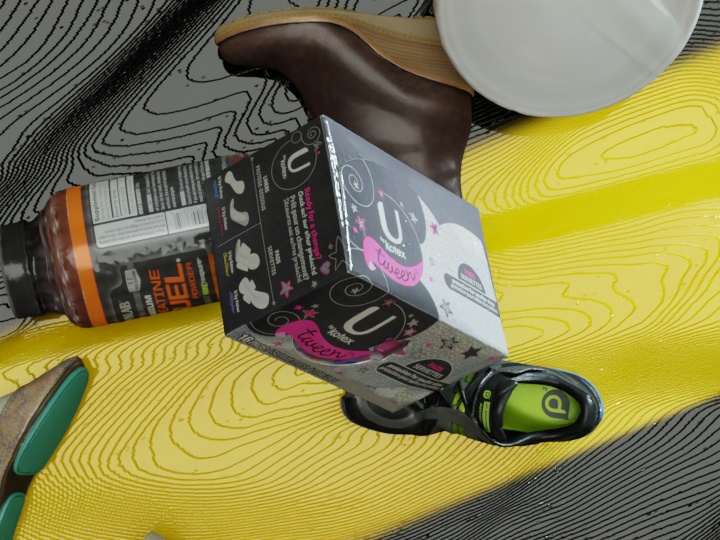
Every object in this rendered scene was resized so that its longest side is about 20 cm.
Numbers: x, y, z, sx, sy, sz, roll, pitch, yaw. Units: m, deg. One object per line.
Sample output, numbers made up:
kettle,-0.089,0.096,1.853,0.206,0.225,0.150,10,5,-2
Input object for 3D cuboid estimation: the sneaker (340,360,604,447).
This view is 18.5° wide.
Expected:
sneaker,0.085,0.094,1.650,0.198,0.083,0.071,5,88,1

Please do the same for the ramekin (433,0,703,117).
ramekin,0.147,-0.222,1.626,0.200,0.094,0.204,-3,121,-6

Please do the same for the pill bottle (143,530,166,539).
pill bottle,-0.097,0.283,1.623,0.199,0.112,0.113,35,87,0

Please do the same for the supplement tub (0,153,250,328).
supplement tub,-0.165,-0.018,1.637,0.198,0.107,0.108,-12,88,-2

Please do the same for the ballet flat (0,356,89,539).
ballet flat,-0.273,0.146,1.649,0.067,0.068,0.201,25,86,15

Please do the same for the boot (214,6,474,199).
boot,-0.012,-0.110,1.661,0.198,0.072,0.168,2,86,-5

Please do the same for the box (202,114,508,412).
box,0.000,0.000,1.554,0.114,0.199,0.133,-28,56,28
